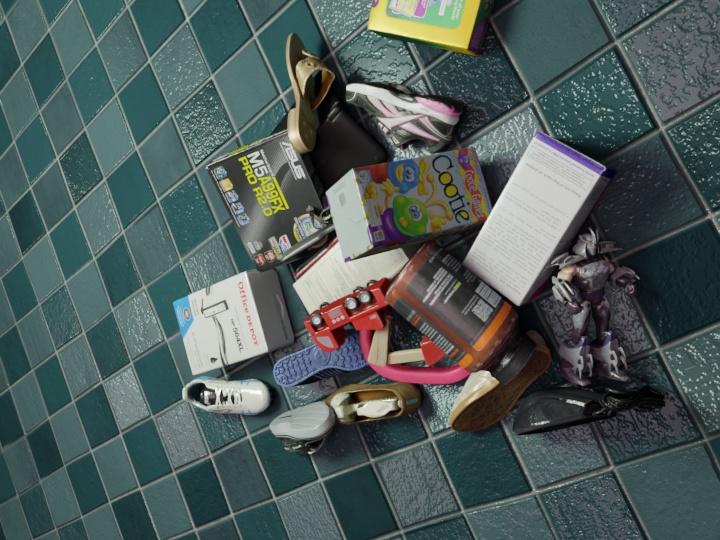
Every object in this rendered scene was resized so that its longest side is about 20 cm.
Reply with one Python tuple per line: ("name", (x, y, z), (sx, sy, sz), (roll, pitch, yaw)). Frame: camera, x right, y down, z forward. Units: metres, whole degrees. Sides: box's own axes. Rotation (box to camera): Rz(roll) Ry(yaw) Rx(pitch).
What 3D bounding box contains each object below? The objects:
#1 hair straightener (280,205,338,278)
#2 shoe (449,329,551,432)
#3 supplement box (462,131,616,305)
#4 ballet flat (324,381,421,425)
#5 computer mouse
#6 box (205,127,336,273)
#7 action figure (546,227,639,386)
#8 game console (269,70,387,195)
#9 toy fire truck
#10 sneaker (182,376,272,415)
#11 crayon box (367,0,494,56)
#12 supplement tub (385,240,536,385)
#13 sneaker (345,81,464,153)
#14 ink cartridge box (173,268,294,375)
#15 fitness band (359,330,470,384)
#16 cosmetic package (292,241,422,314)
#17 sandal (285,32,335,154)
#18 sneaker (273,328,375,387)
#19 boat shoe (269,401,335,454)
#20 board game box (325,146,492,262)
("hair straightener", (-0.054, -0.072, 0.950), (0.199, 0.041, 0.077), (-36, 107, 24))
("shoe", (0.201, 0.165, 0.890), (0.069, 0.054, 0.201), (28, 119, -22))
("supplement box", (0.237, -0.068, 0.812), (0.103, 0.101, 0.203), (35, 111, 23))
("ballet flat", (0.005, 0.223, 0.994), (0.196, 0.072, 0.070), (-12, 89, 31))
("computer mouse", (0.287, 0.177, 0.810), (0.198, 0.137, 0.054), (-29, 62, 42))
("box", (-0.137, -0.112, 0.991), (0.157, 0.045, 0.203), (-16, 114, 17))
("action figure", (0.303, 0.044, 0.788), (0.127, 0.069, 0.205), (-11, 105, -13))
("game console", (-0.069, -0.196, 1.028), (0.175, 0.117, 0.200), (39, 117, -12))
("toy fire truck", (0.026, 0.091, 0.903), (0.197, 0.049, 0.143), (-25, 100, 24))
("sneaker", (-0.254, 0.240, 1.150), (0.196, 0.072, 0.074), (-3, 92, 29))
("crayon box", (0.115, -0.432, 0.873), (0.170, 0.058, 0.205), (21, 106, 26))
("supplement tub", (0.135, 0.061, 0.809), (0.199, 0.107, 0.108), (41, 113, 8))
("sneaker", (0.055, -0.231, 0.920), (0.198, 0.080, 0.088), (26, 118, 31))
("ink cartridge box", (-0.234, 0.093, 1.115), (0.197, 0.084, 0.149), (-21, 84, 31))
("fitness band", (0.092, 0.100, 0.933), (0.195, 0.037, 0.147), (1, 103, 19))
("cosmetic package", (0.000, 0.000, 0.966), (0.199, 0.087, 0.104), (-39, 79, 26))
("sandal", (-0.069, -0.285, 0.944), (0.068, 0.077, 0.217), (-12, 66, 24))
("sneaker", (-0.049, 0.145, 1.027), (0.196, 0.078, 0.072), (-17, 84, 9))
("boat shoe", (-0.088, 0.276, 1.041), (0.072, 0.072, 0.199), (56, 149, -6))
("board game box", (0.068, -0.091, 0.839), (0.105, 0.196, 0.105), (-24, 82, 65))
